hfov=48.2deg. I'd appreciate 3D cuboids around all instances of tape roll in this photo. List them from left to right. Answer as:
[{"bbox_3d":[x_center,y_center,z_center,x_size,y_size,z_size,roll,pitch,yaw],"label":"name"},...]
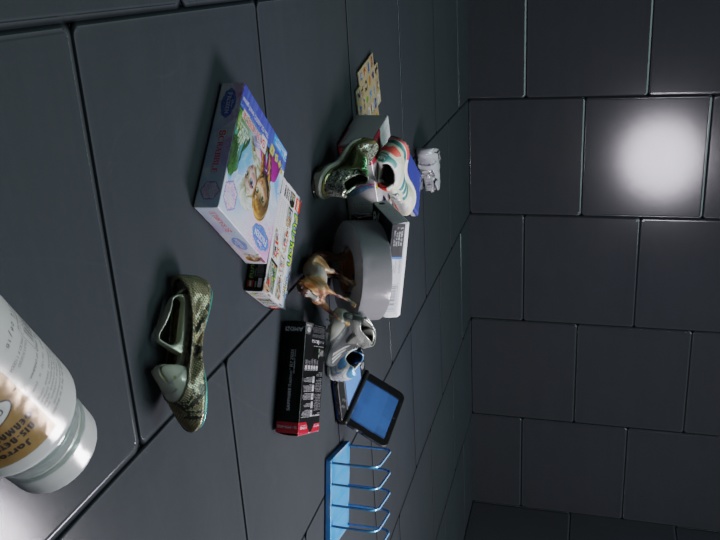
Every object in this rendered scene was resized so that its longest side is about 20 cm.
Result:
[{"bbox_3d":[0.000,0.000,1.634,0.200,0.065,0.206,178,-90,-70],"label":"tape roll"}]

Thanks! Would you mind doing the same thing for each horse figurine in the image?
[{"bbox_3d":[-0.068,0.019,1.530,0.050,0.131,0.202,-47,-157,29],"label":"horse figurine"}]

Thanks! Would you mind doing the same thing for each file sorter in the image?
[{"bbox_3d":[-0.002,0.504,1.786,0.139,0.120,0.205,-18,110,-72],"label":"file sorter"}]

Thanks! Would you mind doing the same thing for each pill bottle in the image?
[{"bbox_3d":[-0.305,0.105,0.674,0.202,0.112,0.116,72,26,-50],"label":"pill bottle"}]

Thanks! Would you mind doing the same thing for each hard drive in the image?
[{"bbox_3d":[0.144,-0.255,2.362,0.200,0.025,0.135,43,51,-69],"label":"hard drive"}]

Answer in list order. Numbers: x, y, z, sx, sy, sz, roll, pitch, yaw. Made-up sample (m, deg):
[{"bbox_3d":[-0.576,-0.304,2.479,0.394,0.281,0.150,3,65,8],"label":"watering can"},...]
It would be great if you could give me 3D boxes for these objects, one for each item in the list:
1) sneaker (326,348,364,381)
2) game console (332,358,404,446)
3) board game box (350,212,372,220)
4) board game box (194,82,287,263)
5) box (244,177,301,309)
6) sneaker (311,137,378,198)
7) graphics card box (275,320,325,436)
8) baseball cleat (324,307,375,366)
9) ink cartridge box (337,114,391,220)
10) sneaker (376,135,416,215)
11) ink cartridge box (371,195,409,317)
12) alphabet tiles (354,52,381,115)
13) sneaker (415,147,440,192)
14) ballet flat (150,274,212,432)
[{"bbox_3d":[-0.018,0.172,1.775,0.201,0.071,0.073,-68,153,-53],"label":"sneaker"},{"bbox_3d":[0.022,0.271,1.846,0.201,0.115,0.174,-61,150,-58],"label":"game console"},{"bbox_3d":[0.022,-0.029,1.789,0.133,0.028,0.205,-8,113,-42],"label":"board game box"},{"bbox_3d":[-0.175,-0.142,1.225,0.200,0.040,0.204,56,39,-64],"label":"board game box"},{"bbox_3d":[-0.145,-0.047,1.359,0.110,0.034,0.205,52,43,-66],"label":"box"},{"bbox_3d":[-0.010,-0.197,1.629,0.200,0.087,0.078,-46,146,-36],"label":"sneaker"},{"bbox_3d":[-0.109,0.198,1.492,0.125,0.050,0.205,23,71,-73],"label":"graphics card box"},{"bbox_3d":[-0.024,0.147,1.611,0.201,0.104,0.071,97,9,-61],"label":"baseball cleat"},{"bbox_3d":[0.018,-0.227,1.815,0.149,0.084,0.203,-65,154,-49],"label":"ink cartridge box"},{"bbox_3d":[0.069,-0.189,1.767,0.094,0.069,0.202,-48,144,-34],"label":"sneaker"},{"bbox_3d":[0.048,-0.035,1.675,0.200,0.042,0.203,-122,-146,-66],"label":"ink cartridge box"},{"bbox_3d":[0.019,-0.418,1.935,0.201,0.006,0.170,-65,152,-54],"label":"alphabet tiles"},{"bbox_3d":[0.214,-0.312,2.511,0.200,0.073,0.118,21,69,-77],"label":"sneaker"},{"bbox_3d":[-0.234,0.103,1.038,0.075,0.067,0.205,21,65,-50],"label":"ballet flat"}]
